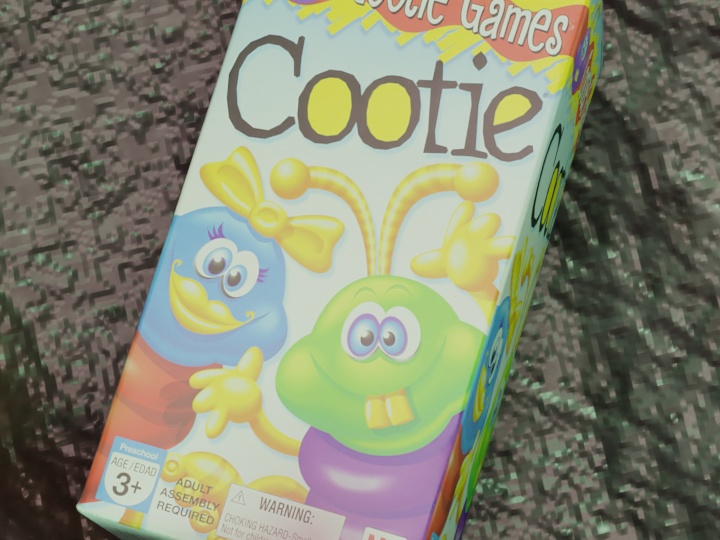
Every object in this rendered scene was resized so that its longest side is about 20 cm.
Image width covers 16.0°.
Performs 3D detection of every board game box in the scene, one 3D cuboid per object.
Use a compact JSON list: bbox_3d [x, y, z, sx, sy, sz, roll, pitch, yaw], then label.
[{"bbox_3d":[0.000,0.000,0.793,0.103,0.105,0.200,15,80,9],"label":"board game box"}]
